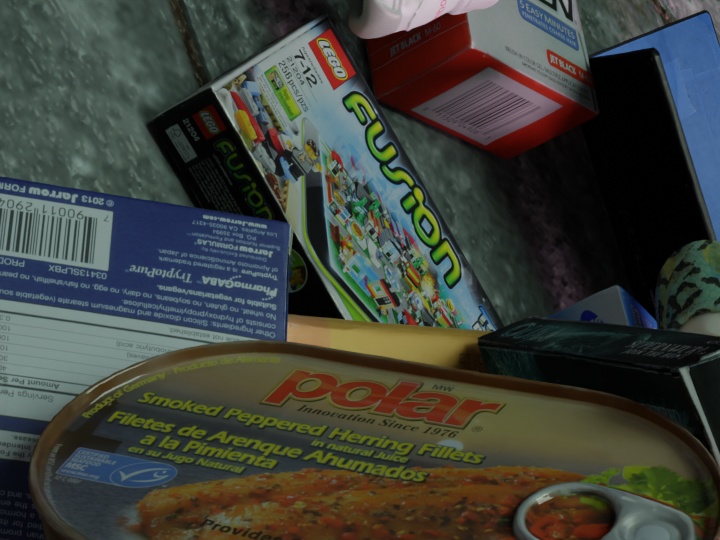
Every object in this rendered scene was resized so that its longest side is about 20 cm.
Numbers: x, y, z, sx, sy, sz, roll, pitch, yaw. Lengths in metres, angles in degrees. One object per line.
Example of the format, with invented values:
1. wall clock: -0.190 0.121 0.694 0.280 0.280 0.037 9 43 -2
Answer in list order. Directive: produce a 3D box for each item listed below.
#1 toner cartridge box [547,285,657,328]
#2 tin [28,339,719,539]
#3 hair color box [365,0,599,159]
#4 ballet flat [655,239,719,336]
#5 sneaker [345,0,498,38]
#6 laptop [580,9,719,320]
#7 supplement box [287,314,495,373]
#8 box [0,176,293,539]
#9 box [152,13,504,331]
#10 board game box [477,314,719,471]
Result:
1. toner cartridge box: 0.137 0.112 0.919 0.095 0.043 0.200 42 29 -44
2. tin: 0.003 0.069 0.582 0.112 0.200 0.042 -53 143 -47
3. hair color box: 0.048 -0.167 1.024 0.111 0.064 0.200 19 53 -49
4. ballet flat: 0.173 0.078 0.894 0.074 0.074 0.200 -2 64 -56
5. sneaker: -0.024 -0.184 0.905 0.099 0.078 0.200 -30 72 -34
6. laptop: 0.189 -0.034 1.060 0.200 0.116 0.188 -167 -122 -78
7. supplement box: 0.035 0.059 0.795 0.200 0.069 0.067 5 76 -33
8. box: -0.084 0.064 0.654 0.121 0.032 0.200 9 54 -13
9. box: 0.000 0.000 0.869 0.200 0.035 0.110 60 32 -9
10. board game box: 0.099 0.083 0.675 0.200 0.028 0.135 -176 -114 -76
